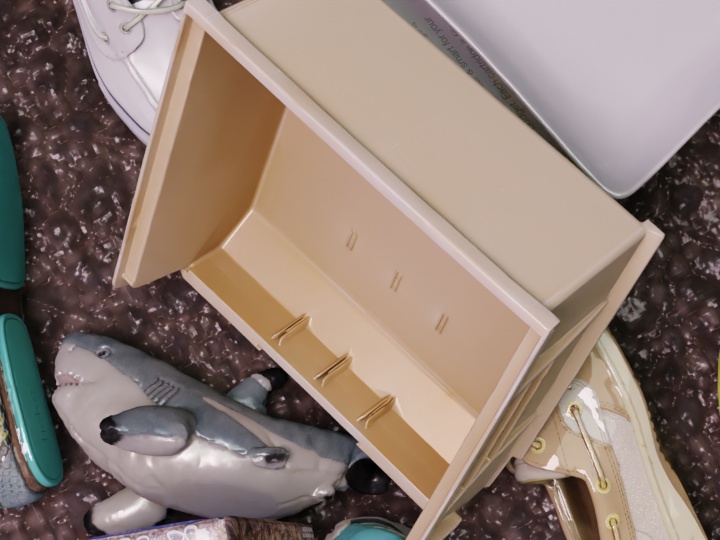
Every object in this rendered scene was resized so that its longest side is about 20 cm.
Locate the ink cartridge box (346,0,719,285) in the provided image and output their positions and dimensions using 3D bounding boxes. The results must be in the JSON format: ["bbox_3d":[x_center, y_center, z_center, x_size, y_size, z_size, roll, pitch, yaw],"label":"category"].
[{"bbox_3d":[0.072,-0.097,0.829,0.199,0.083,0.146,-35,82,-12],"label":"ink cartridge box"}]

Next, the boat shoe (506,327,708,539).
[{"bbox_3d":[0.106,0.087,0.796,0.066,0.074,0.201,-25,81,-15],"label":"boat shoe"}]

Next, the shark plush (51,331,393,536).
[{"bbox_3d":[-0.052,0.074,0.792,0.198,0.091,0.084,1,47,0],"label":"shark plush"}]

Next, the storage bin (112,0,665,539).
[{"bbox_3d":[0.000,0.000,0.721,0.200,0.199,0.094,42,49,16],"label":"storage bin"}]

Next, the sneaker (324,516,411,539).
[{"bbox_3d":[0.054,0.197,0.764,0.200,0.080,0.078,43,77,4],"label":"sneaker"}]

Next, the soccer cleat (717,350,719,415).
[{"bbox_3d":[0.227,0.115,0.795,0.064,0.084,0.202,-10,78,-7],"label":"soccer cleat"}]

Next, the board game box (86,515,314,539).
[{"bbox_3d":[-0.070,0.214,0.698,0.096,0.159,0.202,-10,79,9],"label":"board game box"}]

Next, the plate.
[{"bbox_3d":[0.122,-0.162,0.790,0.199,0.032,0.200,-42,83,-13],"label":"plate"}]

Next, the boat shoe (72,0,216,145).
[{"bbox_3d":[-0.117,-0.140,0.831,0.073,0.067,0.201,-31,82,-11],"label":"boat shoe"}]

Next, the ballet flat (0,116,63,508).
[{"bbox_3d":[-0.196,0.018,0.792,0.074,0.074,0.202,-9,75,-7],"label":"ballet flat"}]
